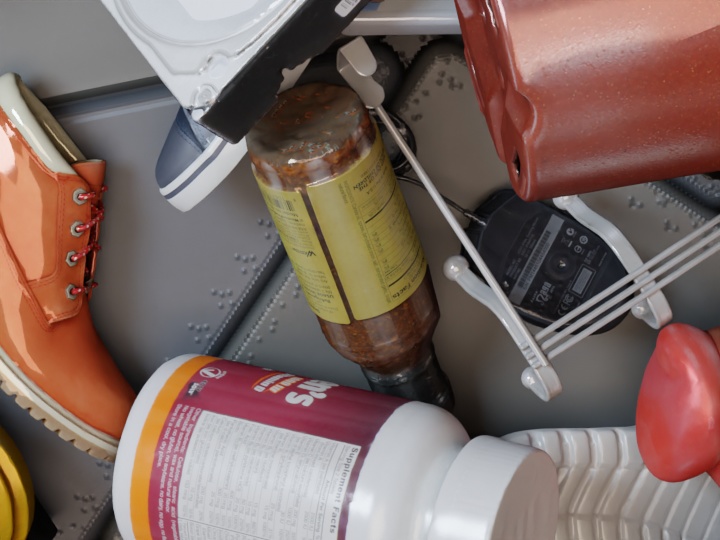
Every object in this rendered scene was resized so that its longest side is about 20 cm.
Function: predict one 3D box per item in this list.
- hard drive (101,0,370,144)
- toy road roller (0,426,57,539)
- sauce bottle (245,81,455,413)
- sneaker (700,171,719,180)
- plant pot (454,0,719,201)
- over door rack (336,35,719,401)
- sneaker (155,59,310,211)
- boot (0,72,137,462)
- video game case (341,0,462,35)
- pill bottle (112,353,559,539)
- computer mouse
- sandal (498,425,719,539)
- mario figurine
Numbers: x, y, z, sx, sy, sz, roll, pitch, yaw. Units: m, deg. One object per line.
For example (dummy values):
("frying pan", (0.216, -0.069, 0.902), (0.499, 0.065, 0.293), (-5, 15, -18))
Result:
("hard drive", (-0.069, -0.171, 1.296), (0.140, 0.200, 0.038), (-45, 142, 10))
("toy road roller", (-0.258, 0.136, 1.385), (0.200, 0.146, 0.123), (-29, 101, 8))
("sauce bottle", (0.000, 0.000, 1.358), (0.066, 0.066, 0.200), (-15, 131, 5))
("sneaker", (0.226, -0.075, 1.340), (0.200, 0.060, 0.104), (-16, 88, -30))
("plant pot", (0.144, -0.124, 1.194), (0.195, 0.201, 0.201), (-14, 103, -3))
("over door rack", (0.095, -0.059, 1.354), (0.148, 0.067, 0.200), (-33, 99, -11))
("sneaker", (-0.054, -0.128, 1.354), (0.079, 0.078, 0.200), (35, 91, -12))
("boot", (-0.155, -0.001, 1.390), (0.107, 0.075, 0.200), (-34, 100, 4))
("video game case", (0.087, -0.200, 1.315), (0.200, 0.022, 0.183), (-1, 76, -3))
("pill bottle", (-0.011, 0.111, 1.358), (0.200, 0.110, 0.110), (11, 105, 25))
("computer mouse", (0.048, -0.028, 1.401), (0.200, 0.034, 0.059), (32, 78, 1))
("sandal", (0.152, 0.114, 1.423), (0.202, 0.050, 0.083), (13, 89, -14))
("mario figurine", (0.229, 0.050, 1.361), (0.200, 0.123, 0.106), (-30, 67, 1))
